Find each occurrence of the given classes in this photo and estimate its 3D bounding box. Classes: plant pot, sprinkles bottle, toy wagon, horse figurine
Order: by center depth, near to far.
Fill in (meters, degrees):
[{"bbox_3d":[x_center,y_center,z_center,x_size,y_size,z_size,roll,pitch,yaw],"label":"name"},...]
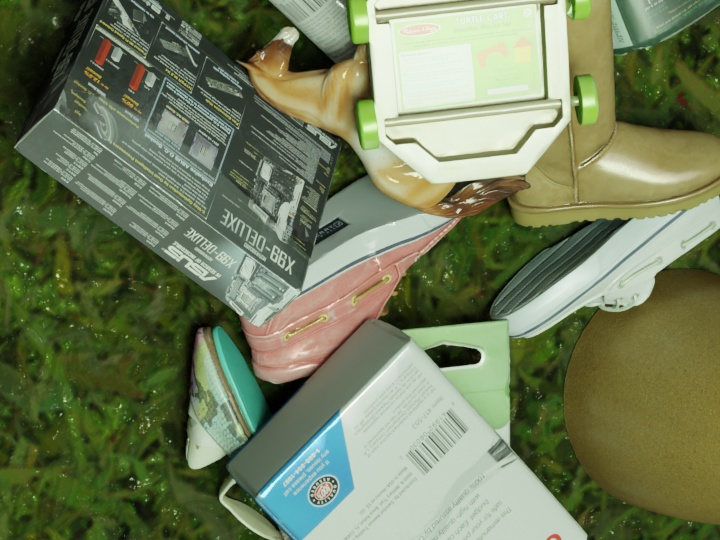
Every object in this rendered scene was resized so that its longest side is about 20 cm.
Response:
[{"bbox_3d":[0.069,-0.157,1.278,0.155,0.040,0.201,-7,106,-4],"label":"toy wagon"},{"bbox_3d":[0.030,-0.102,1.335,0.132,0.050,0.200,-38,109,12],"label":"horse figurine"},{"bbox_3d":[-0.009,-0.178,1.361,0.200,0.068,0.068,42,85,-20],"label":"sprinkles bottle"},{"bbox_3d":[0.268,0.107,1.431,0.186,0.200,0.187,-3,101,-17],"label":"plant pot"}]

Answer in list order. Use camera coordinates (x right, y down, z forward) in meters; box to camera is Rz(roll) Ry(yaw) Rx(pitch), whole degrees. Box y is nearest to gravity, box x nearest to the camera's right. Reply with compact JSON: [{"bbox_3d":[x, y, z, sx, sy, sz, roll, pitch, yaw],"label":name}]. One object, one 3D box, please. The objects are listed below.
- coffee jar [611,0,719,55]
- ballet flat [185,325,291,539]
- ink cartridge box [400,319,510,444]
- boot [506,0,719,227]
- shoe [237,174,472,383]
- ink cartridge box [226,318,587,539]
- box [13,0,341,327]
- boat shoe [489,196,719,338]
[{"bbox_3d":[0.174,-0.259,1.398,0.104,0.085,0.200,-32,108,-15],"label":"coffee jar"},{"bbox_3d":[-0.076,0.133,1.398,0.071,0.069,0.200,-29,109,15],"label":"ballet flat"},{"bbox_3d":[0.050,0.133,1.436,0.103,0.059,0.201,-4,100,-18],"label":"ink cartridge box"},{"bbox_3d":[0.167,-0.127,1.372,0.174,0.066,0.201,-12,128,0],"label":"boot"},{"bbox_3d":[0.000,0.000,1.398,0.200,0.071,0.091,-29,129,-24],"label":"shoe"},{"bbox_3d":[0.032,0.156,1.355,0.146,0.086,0.200,-45,112,-7],"label":"ink cartridge box"},{"bbox_3d":[-0.111,-0.080,1.300,0.200,0.158,0.050,37,129,-21],"label":"box"},{"bbox_3d":[0.187,-0.003,1.452,0.200,0.074,0.067,-37,108,-10],"label":"boat shoe"}]
